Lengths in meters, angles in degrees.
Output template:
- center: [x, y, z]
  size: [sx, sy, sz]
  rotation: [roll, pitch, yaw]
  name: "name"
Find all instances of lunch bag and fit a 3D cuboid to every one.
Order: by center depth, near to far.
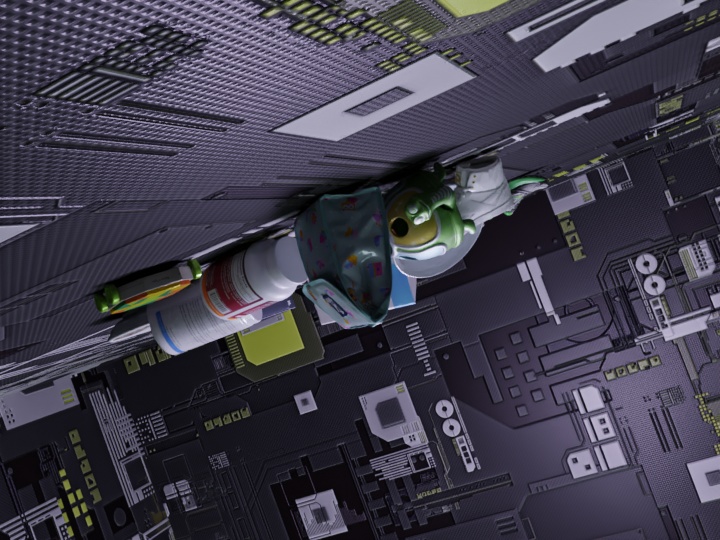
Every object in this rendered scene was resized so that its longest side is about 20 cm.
- center: [-0.021, -0.008, 1.296]
  size: [0.122, 0.201, 0.170]
  rotation: [-11, 176, -19]
  name: "lunch bag"

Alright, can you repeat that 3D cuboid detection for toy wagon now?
- center: [-0.355, 0.033, 1.397]
  size: [0.155, 0.040, 0.200]
  rotation: [-19, 177, -33]
  name: "toy wagon"

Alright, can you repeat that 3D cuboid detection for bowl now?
- center: [0.123, -0.093, 1.562]
  size: [0.201, 0.202, 0.090]
  rotation: [-19, -138, -22]
  name: "bowl"

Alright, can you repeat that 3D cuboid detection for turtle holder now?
- center: [0.096, -0.077, 1.328]
  size: [0.131, 0.141, 0.185]
  rotation: [-28, -158, -10]
  name: "turtle holder"

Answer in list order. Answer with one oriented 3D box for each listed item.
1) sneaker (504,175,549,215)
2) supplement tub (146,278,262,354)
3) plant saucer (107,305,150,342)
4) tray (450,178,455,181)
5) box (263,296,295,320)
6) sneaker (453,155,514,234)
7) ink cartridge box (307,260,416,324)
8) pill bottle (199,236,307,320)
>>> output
- center: [0.406, -0.196, 2.250]
  size: [0.200, 0.085, 0.078]
  rotation: [-22, 177, 17]
  name: "sneaker"
- center: [-0.313, 0.078, 1.705]
  size: [0.199, 0.132, 0.132]
  rotation: [-20, 178, 8]
  name: "supplement tub"
- center: [-0.473, 0.104, 1.897]
  size: [0.200, 0.050, 0.200]
  rotation: [-21, 178, -1]
  name: "plant saucer"
- center: [0.134, -0.142, 1.700]
  size: [0.199, 0.037, 0.099]
  rotation: [-19, 177, -13]
  name: "tray"
- center: [-0.310, 0.088, 2.149]
  size: [0.196, 0.118, 0.200]
  rotation: [-18, 178, -45]
  name: "box"
- center: [0.164, -0.124, 1.459]
  size: [0.200, 0.116, 0.074]
  rotation: [-30, -145, -12]
  name: "sneaker"
- center: [0.000, 0.000, 1.733]
  size: [0.199, 0.146, 0.147]
  rotation: [-14, -161, 9]
  name: "ink cartridge box"
- center: [-0.183, 0.011, 1.495]
  size: [0.200, 0.113, 0.113]
  rotation: [-22, 177, 39]
  name: "pill bottle"
